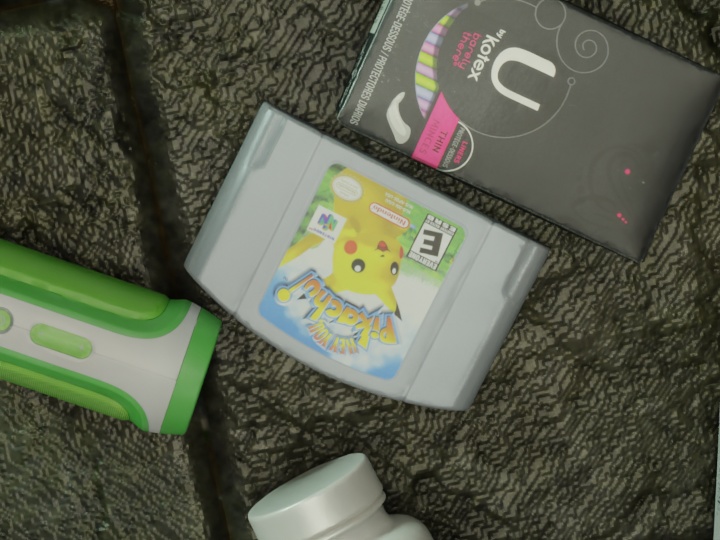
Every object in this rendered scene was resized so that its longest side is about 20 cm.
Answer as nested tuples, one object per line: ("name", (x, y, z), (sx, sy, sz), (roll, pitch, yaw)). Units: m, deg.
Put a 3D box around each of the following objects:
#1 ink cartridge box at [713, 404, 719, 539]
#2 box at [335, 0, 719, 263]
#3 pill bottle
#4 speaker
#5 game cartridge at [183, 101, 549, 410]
("ink cartridge box", (0.320, 0.181, 1.422), (0.198, 0.043, 0.200), (1, 96, -3))
("box", (0.097, -0.103, 1.351), (0.199, 0.106, 0.123), (24, 96, -5))
("pill bottle", (0.011, 0.218, 1.383), (0.111, 0.111, 0.201), (-26, 97, 2))
("speaker", (-0.188, 0.033, 1.369), (0.199, 0.088, 0.089), (19, 96, -3))
("game cartridge", (0.000, 0.000, 1.397), (0.199, 0.040, 0.134), (26, 99, -4))
